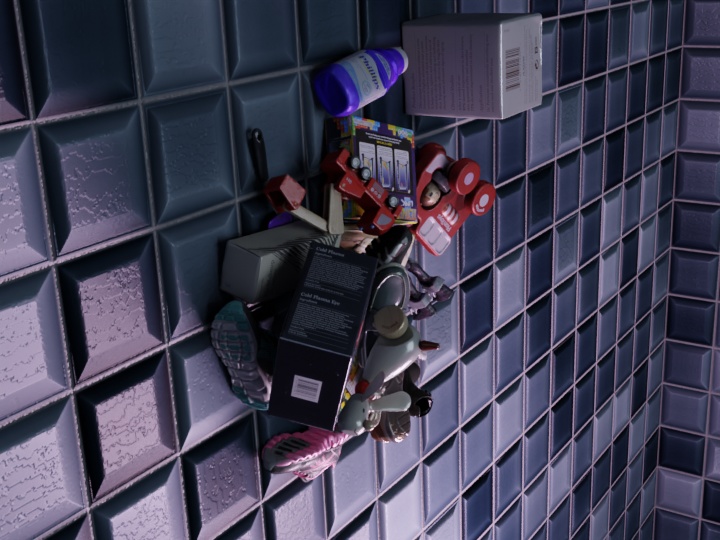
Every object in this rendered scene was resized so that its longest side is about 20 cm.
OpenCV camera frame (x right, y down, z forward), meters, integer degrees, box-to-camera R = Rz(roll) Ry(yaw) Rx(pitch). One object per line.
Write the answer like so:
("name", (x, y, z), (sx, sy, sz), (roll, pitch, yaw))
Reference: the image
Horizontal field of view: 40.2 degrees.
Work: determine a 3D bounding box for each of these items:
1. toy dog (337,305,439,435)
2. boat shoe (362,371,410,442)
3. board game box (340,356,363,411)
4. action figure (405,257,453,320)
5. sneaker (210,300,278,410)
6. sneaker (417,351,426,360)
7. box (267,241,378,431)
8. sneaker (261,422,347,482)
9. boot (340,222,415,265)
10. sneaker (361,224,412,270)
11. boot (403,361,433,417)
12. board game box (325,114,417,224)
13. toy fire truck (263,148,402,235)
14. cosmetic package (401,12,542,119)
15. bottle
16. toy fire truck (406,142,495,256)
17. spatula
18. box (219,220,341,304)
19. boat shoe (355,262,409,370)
("toy dog", (0.049, 0.156, 1.453), (0.132, 0.096, 0.200), (19, 88, -59))
("boat shoe", (0.030, 0.194, 1.668), (0.076, 0.072, 0.200), (10, 69, -44))
("board game box", (-0.029, 0.177, 1.650), (0.105, 0.023, 0.200), (-62, 144, -28))
("action figure", (0.075, -0.004, 1.759), (0.200, 0.069, 0.130), (51, 63, -21))
("sneaker", (-0.160, 0.110, 1.454), (0.091, 0.077, 0.200), (-58, 150, -41))
("sneaker", (0.074, 0.112, 1.804), (0.200, 0.075, 0.082), (43, 55, -57))
("box", (-0.054, 0.096, 1.419), (0.200, 0.104, 0.182), (104, 1, -50))
("sneaker", (-0.091, 0.311, 1.613), (0.200, 0.079, 0.096), (-9, 118, -55))
("boot", (0.000, 0.000, 1.629), (0.200, 0.072, 0.155), (7, 93, -39))
("sneaker", (0.042, 0.024, 1.573), (0.115, 0.076, 0.200), (32, 112, -25))
("boot", (0.093, 0.222, 1.803), (0.200, 0.138, 0.078), (-26, 119, -53))
("board game box", (0.021, -0.163, 1.642), (0.200, 0.057, 0.166), (2, 86, -57))
("toy fire truck", (-0.037, -0.104, 1.489), (0.200, 0.049, 0.141), (44, 62, -25))
("cosmetic package", (0.200, -0.368, 1.755), (0.166, 0.200, 0.168), (-29, 122, -50))
("bottle", (0.008, -0.313, 1.589), (0.200, 0.065, 0.084), (-37, 102, -47))
("toy fire truck", (0.147, -0.131, 1.838), (0.168, 0.112, 0.200), (-54, 142, -5))
("spatula", (-0.136, -0.119, 1.467), (0.057, 0.021, 0.200), (-40, 129, -39))
("box", (-0.116, -0.017, 1.469), (0.200, 0.068, 0.082), (-23, 131, -53))
("boat shoe", (0.038, 0.082, 1.529), (0.062, 0.073, 0.200), (-105, -155, -55))
